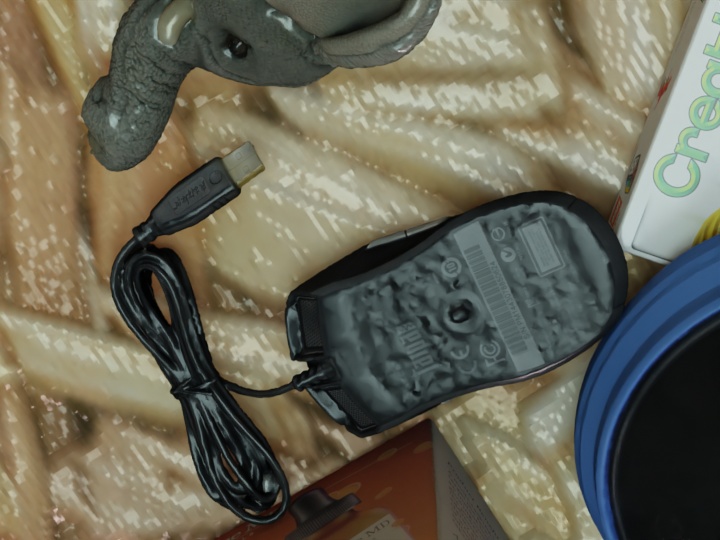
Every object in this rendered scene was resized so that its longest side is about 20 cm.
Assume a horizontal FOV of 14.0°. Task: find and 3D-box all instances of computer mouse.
[{"bbox_3d":[0.000,0.000,1.186,0.199,0.046,0.141,-29,100,14],"label":"computer mouse"}]

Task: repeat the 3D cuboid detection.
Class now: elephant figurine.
[{"bbox_3d":[-0.018,-0.131,1.115,0.141,0.155,0.201,-26,124,-37],"label":"elephant figurine"}]

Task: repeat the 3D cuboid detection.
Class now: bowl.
[{"bbox_3d":[0.186,0.072,1.180,0.199,0.039,0.202,0,120,0],"label":"bowl"}]

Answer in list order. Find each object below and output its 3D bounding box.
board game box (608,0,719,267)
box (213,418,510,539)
[{"bbox_3d":[0.190,-0.084,1.161,0.125,0.035,0.201,18,106,-6],"label":"board game box"},{"bbox_3d":[-0.007,0.169,1.150,0.152,0.200,0.107,-30,106,9],"label":"box"}]
